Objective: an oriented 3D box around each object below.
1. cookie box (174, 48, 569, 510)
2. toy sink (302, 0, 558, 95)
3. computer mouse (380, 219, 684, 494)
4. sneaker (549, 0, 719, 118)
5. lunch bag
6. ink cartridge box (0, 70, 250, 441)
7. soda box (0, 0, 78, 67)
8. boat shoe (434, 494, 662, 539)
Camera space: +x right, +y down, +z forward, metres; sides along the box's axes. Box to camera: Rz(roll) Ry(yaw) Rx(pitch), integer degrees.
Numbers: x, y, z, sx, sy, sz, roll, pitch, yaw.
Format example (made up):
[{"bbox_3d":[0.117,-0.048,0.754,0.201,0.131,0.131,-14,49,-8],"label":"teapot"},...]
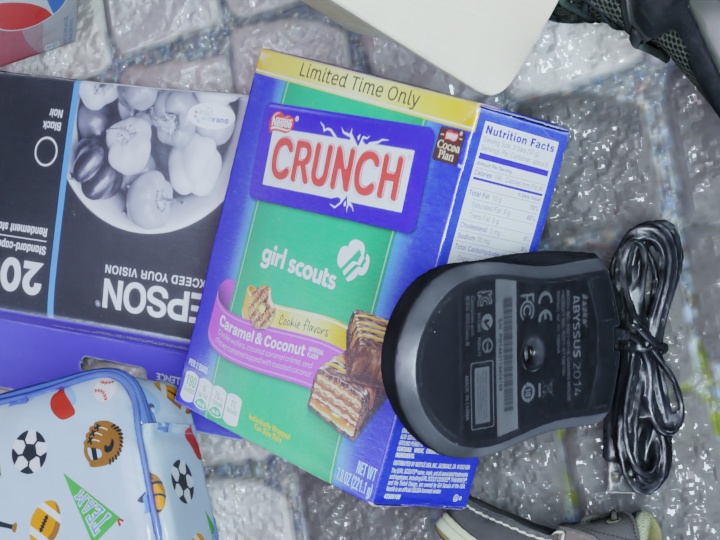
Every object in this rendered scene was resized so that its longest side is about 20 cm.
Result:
[{"bbox_3d":[0.000,0.000,0.828,0.170,0.075,0.202,20,97,45],"label":"cookie box"},{"bbox_3d":[0.001,-0.190,0.761,0.199,0.112,0.131,28,93,-18],"label":"toy sink"},{"bbox_3d":[0.076,0.042,0.755,0.052,0.199,0.140,5,93,48],"label":"computer mouse"},{"bbox_3d":[0.129,-0.135,0.790,0.114,0.076,0.201,-37,70,24],"label":"sneaker"},{"bbox_3d":[-0.159,0.163,0.875,0.159,0.075,0.202,-14,76,19],"label":"lunch bag"},{"bbox_3d":[-0.149,-0.012,0.948,0.196,0.043,0.203,8,94,27],"label":"ink cartridge box"},{"bbox_3d":[-0.199,-0.193,0.897,0.069,0.200,0.064,-22,75,-19],"label":"soda box"},{"bbox_3d":[0.132,0.151,0.787,0.200,0.072,0.067,25,87,29],"label":"boat shoe"}]
